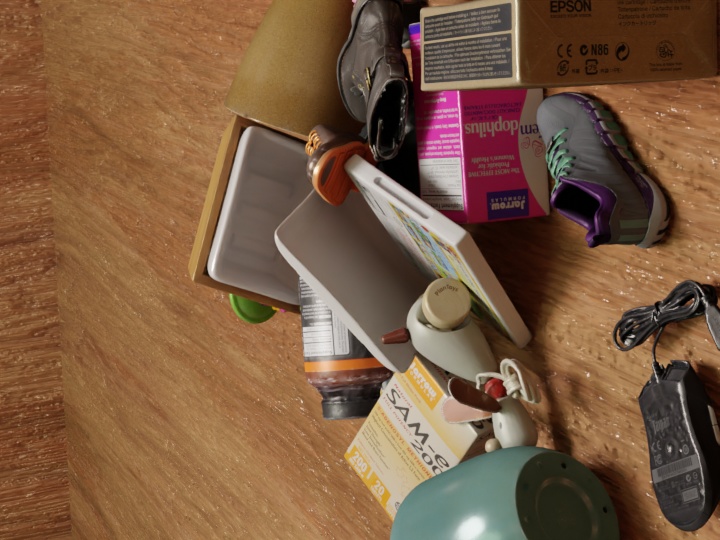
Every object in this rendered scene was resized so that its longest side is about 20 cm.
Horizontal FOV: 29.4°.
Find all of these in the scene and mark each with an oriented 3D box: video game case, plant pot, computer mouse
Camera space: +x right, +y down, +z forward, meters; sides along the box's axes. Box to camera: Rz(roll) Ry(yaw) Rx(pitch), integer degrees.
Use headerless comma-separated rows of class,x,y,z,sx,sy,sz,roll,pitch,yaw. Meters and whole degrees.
video game case,0.081,-0.019,1.408,0.182,0.023,0.200,38,170,41
plant pot,0.152,0.261,1.317,0.161,0.198,0.203,-44,56,45
plant pot,-0.050,-0.270,1.658,0.186,0.184,0.203,34,109,58
computer mouse,0.289,0.109,1.158,0.140,0.045,0.203,-45,50,54

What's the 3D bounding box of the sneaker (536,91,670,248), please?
sneaker,0.197,-0.096,1.243,0.201,0.086,0.075,58,144,42

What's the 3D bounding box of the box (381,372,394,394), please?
box,0.048,0.112,1.664,0.137,0.039,0.203,-17,81,64

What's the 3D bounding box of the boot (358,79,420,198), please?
boot,0.051,-0.100,1.574,0.164,0.072,0.199,65,145,35

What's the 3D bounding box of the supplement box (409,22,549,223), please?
supplement box,0.119,-0.152,1.379,0.103,0.100,0.203,-170,75,-64

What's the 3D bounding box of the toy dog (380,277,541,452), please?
toy dog,0.093,0.103,1.388,0.201,0.095,0.133,55,167,32

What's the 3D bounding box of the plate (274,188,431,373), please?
plate,0.000,0.000,1.486,0.200,0.200,0.032,47,122,-7

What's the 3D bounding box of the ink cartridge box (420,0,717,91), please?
ink cartridge box,0.171,-0.191,1.147,0.164,0.197,0.076,12,107,62

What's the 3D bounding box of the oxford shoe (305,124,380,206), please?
oxford shoe,-0.033,-0.117,1.466,0.072,0.072,0.200,-63,-9,10

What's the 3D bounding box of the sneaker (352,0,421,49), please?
sneaker,0.035,-0.348,1.558,0.095,0.078,0.202,-43,58,46

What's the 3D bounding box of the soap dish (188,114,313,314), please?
soap dish,-0.117,-0.065,1.639,0.081,0.156,0.203,8,82,56

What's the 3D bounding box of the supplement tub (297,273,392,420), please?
supplement tub,-0.016,0.070,1.592,0.107,0.106,0.203,172,94,-65

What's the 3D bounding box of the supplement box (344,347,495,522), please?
supplement box,0.074,0.186,1.528,0.126,0.073,0.201,50,134,24

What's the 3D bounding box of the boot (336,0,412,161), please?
boot,0.016,-0.181,1.432,0.201,0.068,0.176,96,172,-51

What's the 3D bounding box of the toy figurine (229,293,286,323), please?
toy figurine,-0.054,-0.016,1.724,0.150,0.201,0.183,46,157,-30
